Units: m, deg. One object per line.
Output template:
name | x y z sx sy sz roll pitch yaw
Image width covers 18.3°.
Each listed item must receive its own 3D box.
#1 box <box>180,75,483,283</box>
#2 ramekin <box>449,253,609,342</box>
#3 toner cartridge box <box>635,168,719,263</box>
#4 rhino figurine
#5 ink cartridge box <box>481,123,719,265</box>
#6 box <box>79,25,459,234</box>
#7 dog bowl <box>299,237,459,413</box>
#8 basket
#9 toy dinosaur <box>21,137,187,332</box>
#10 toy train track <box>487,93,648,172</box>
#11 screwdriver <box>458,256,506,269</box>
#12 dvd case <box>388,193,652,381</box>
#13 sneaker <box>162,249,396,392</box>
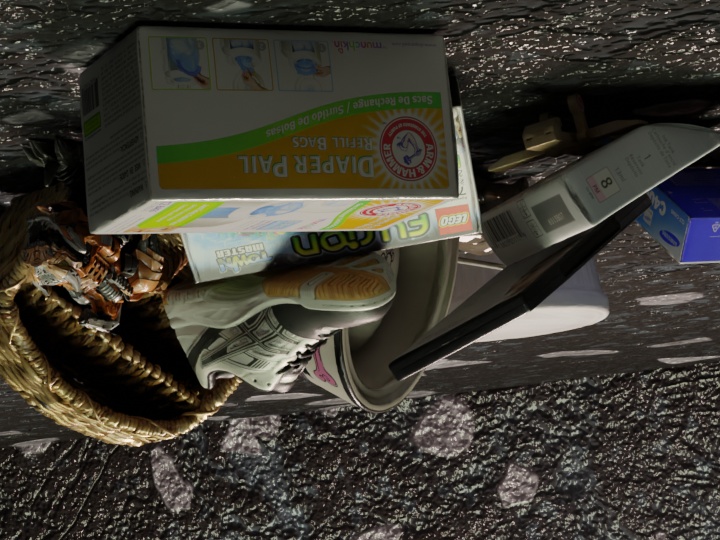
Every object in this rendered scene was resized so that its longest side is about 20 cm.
box | -0.024 -0.059 1.479 0.199 0.035 0.110 -10 130 4
ramekin | 0.123 0.006 2.043 0.201 0.095 0.202 -5 172 -1
toner cartridge box | 0.332 -0.047 1.843 0.199 0.043 0.095 -2 -154 -21
rhino figurine | 0.102 -0.042 1.832 0.087 0.060 0.200 0 175 9
ink cartridge box | 0.197 -0.080 1.608 0.200 0.057 0.162 -35 -178 -21
box | -0.054 -0.081 1.336 0.199 0.102 0.112 -1 171 -26
dog bowl | 0.000 0.000 1.649 0.073 0.201 0.200 11 179 25
basket | -0.180 0.036 1.659 0.200 0.143 0.149 41 147 -26
toy dinosaur | -0.175 -0.023 1.530 0.102 0.136 0.200 -6 172 2
toy train track | 0.157 -0.100 1.598 0.114 0.033 0.200 -17 173 22
screwdriver | 0.028 -0.015 1.883 0.199 0.029 0.028 13 136 20
dvd case | 0.120 0.009 1.661 0.142 0.018 0.200 -31 -176 41
sneaker | -0.046 0.039 1.540 0.199 0.088 0.076 -6 -165 44
